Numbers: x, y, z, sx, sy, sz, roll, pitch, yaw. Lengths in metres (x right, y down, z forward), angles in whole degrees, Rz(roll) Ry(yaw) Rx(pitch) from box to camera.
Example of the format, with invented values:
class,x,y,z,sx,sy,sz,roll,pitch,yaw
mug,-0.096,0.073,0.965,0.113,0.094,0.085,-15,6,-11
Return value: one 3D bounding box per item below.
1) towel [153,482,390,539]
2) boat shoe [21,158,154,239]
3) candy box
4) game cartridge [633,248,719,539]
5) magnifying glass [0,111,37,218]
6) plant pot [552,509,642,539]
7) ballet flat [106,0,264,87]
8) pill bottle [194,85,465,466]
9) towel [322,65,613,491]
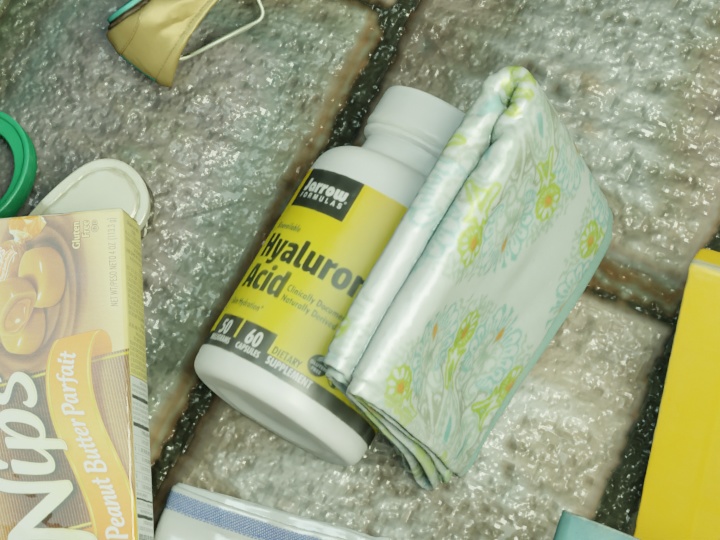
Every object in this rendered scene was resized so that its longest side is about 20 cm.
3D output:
class,x,y,z,sx,sy,sz,roll,pitch,yaw
towel,-0.074,0.227,1.252,0.146,0.024,0.201,15,74,18
boat shoe,-0.208,0.007,1.344,0.200,0.060,0.072,-37,82,-1
candy box,-0.181,0.070,1.273,0.115,0.055,0.201,-4,81,6
game cartridge,0.252,0.096,1.166,0.199,0.032,0.177,17,117,17
magnifying glass,-0.284,-0.021,1.394,0.200,0.022,0.080,-44,67,-7
plant pot,0.142,0.247,1.135,0.141,0.141,0.201,20,83,19
ballet flat,-0.068,-0.192,1.393,0.200,0.069,0.063,-41,95,-1
pill bottle,0.000,0.000,1.271,0.111,0.111,0.201,26,77,20
towel,0.064,0.011,1.220,0.048,0.171,0.201,25,77,26
